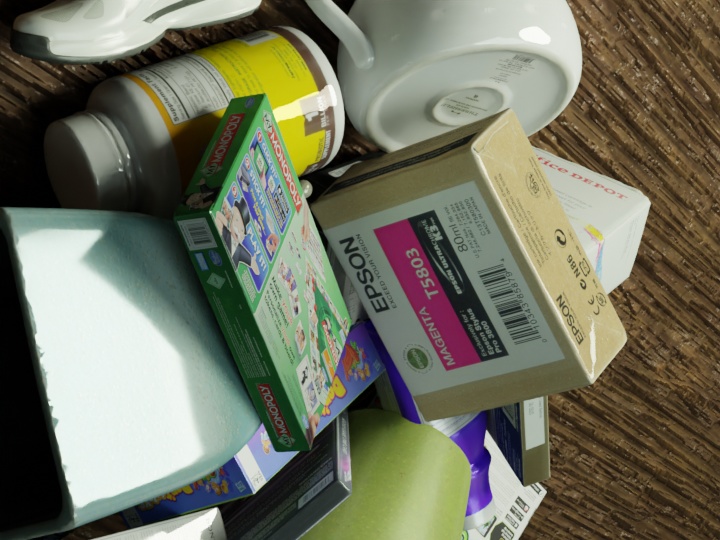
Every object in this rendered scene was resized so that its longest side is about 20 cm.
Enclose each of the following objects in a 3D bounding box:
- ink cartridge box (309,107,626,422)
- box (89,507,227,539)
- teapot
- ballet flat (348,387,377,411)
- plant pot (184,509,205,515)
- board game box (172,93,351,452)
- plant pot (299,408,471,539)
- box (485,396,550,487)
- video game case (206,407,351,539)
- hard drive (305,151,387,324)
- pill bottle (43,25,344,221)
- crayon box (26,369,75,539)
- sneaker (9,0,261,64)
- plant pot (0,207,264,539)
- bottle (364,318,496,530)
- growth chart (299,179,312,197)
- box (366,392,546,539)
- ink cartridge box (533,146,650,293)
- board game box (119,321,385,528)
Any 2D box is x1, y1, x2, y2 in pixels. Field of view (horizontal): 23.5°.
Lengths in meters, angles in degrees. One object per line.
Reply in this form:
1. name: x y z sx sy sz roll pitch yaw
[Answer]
1. ink cartridge box: 0.080 0.001 1.290 0.075 0.164 0.201 -44 109 -48
2. box: -0.215 0.220 1.270 0.199 0.144 0.037 -8 80 -36
3. teapot: 0.064 -0.186 1.306 0.196 0.147 0.200 -13 156 4
4. ballet flat: 0.014 0.143 1.555 0.199 0.069 0.070 -14 126 -35
5. plant pot: -0.087 0.282 1.525 0.200 0.093 0.202 -25 133 -29
6. board game box: -0.060 0.003 1.159 0.135 0.029 0.201 -72 149 -50
7. plant pot: 0.004 0.219 1.358 0.201 0.199 0.191 68 36 -45
8. box: 0.105 0.074 1.477 0.032 0.200 0.122 -19 131 -14
9. video game case: -0.065 0.170 1.323 0.143 0.200 0.019 -41 102 9
10. hard drive: 0.000 0.000 1.433 0.139 0.038 0.201 -23 133 -45
11. pill bottle: -0.117 -0.096 1.215 0.199 0.109 0.110 -23 131 -31
12. crayon box: -0.228 0.105 1.296 0.125 0.052 0.201 -33 135 -22
13. sneaker: -0.152 -0.211 1.144 0.200 0.075 0.116 -26 125 -39
14. plant pot: -0.178 0.066 1.155 0.199 0.196 0.197 -9 83 -42
15. bottle: 0.064 0.122 1.455 0.083 0.065 0.201 -33 113 -33
16. growth chart: -0.106 0.002 1.317 0.144 0.018 0.200 -26 157 -26
17. box: 0.074 0.181 1.532 0.200 0.035 0.110 47 68 -30
18. ink cartridge box: 0.130 -0.022 1.434 0.200 0.145 0.088 -35 144 -49
19. board game box: -0.086 0.116 1.325 0.200 0.134 0.045 -40 105 -51
